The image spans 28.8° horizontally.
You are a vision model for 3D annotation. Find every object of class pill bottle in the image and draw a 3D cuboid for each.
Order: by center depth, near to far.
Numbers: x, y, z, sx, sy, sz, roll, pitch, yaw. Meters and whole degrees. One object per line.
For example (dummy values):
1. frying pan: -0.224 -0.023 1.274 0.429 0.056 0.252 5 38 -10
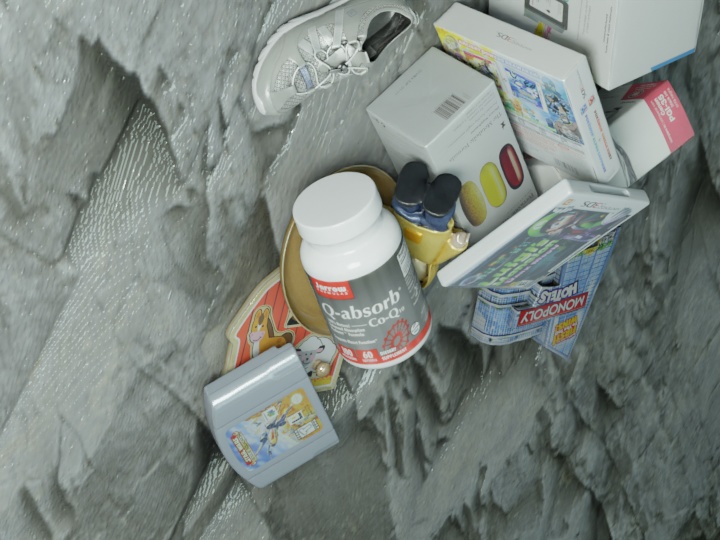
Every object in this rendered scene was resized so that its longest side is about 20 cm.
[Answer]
1. pill bottle: 0.000 0.000 1.528 0.115 0.116 0.201 -36 129 -18

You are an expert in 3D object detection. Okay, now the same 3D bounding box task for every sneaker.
1. sneaker: -0.027 -0.228 1.435 0.200 0.082 0.075 -43 138 -13

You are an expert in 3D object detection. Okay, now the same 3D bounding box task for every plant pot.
1. plant pot: -0.022 -0.024 1.600 0.199 0.027 0.203 -21 121 -40

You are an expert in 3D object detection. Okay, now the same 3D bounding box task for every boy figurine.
1. boy figurine: 0.062 -0.045 1.583 0.201 0.123 0.065 100 13 -61

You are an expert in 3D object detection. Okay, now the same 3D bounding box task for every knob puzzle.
1. knob puzzle: -0.071 0.067 1.638 0.218 0.030 0.222 -23 131 -30

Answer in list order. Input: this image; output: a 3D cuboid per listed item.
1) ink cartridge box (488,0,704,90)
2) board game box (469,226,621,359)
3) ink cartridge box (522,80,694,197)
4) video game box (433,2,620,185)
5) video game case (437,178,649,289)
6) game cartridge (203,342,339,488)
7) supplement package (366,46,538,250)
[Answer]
1. ink cartridge box: 0.260 -0.323 1.552 0.146 0.200 0.147 -24 133 -29
2. board game box: 0.246 0.036 1.891 0.198 0.062 0.202 -15 126 -36
3. ink cartridge box: 0.287 -0.145 1.729 0.199 0.146 0.083 -36 107 -20
4. video game box: 0.188 -0.197 1.572 0.047 0.199 0.183 -47 140 -12
5. video game case: 0.211 -0.037 1.604 0.199 0.024 0.181 -37 156 33
6. game cartridge: -0.108 0.178 1.650 0.132 0.042 0.201 -33 141 -9
7. supplement package: 0.109 -0.134 1.608 0.114 0.109 0.201 -43 138 -11
